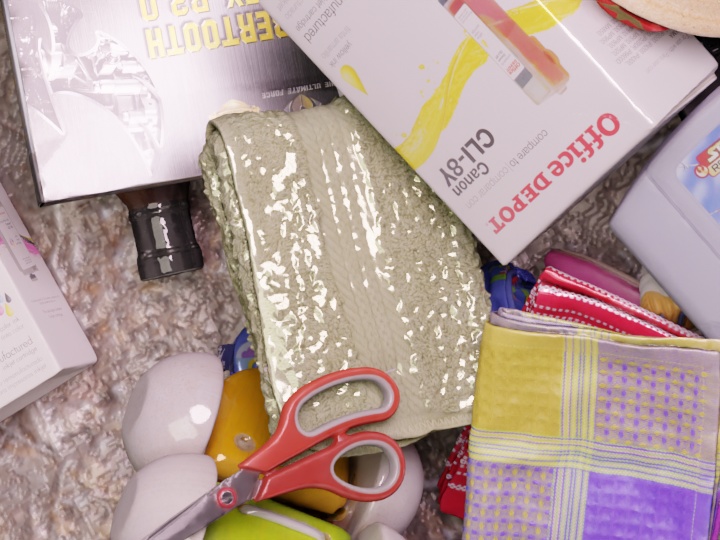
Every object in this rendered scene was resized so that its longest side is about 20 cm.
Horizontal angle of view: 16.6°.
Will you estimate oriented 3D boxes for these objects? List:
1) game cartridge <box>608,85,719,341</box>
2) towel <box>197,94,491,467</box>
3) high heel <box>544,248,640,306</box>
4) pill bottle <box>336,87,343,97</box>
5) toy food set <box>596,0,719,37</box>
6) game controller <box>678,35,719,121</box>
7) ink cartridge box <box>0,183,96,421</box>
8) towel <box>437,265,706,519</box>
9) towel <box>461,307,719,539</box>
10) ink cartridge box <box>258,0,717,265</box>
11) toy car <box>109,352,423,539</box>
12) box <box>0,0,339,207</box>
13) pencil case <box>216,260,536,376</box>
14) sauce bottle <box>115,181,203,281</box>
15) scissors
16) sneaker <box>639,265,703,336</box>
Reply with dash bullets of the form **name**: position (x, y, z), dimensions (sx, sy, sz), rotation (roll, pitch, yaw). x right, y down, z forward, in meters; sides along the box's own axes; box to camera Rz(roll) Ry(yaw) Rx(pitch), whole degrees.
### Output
- **game cartridge**: position (0.232, -0.047, 1.285), dimensions (0.133, 0.042, 0.200), rotation (46, 118, -7)
- **towel**: position (0.000, 0.000, 1.360), dimensions (0.148, 0.036, 0.200), rotation (-13, 86, -19)
- **high heel**: position (0.174, 0.071, 1.436), dimensions (0.200, 0.067, 0.096), rotation (34, 91, 9)
- **pill bottle**: position (0.088, -0.141, 1.427), dimensions (0.200, 0.114, 0.114), rotation (-15, 89, 17)
- **toy food set**: position (0.158, -0.207, 1.278), dimensions (0.198, 0.200, 0.049), rotation (54, 146, 5)
- **game controller**: position (0.252, -0.136, 1.345), dimensions (0.200, 0.042, 0.104), rotation (-23, 73, -12)
- **ink cartridge box**: position (-0.270, 0.002, 1.567), dimensions (0.116, 0.067, 0.200), rotation (-32, 84, 16)
- **towel**: position (0.135, 0.098, 1.416), dimensions (0.145, 0.022, 0.200), rotation (25, 132, 3)
- **towel**: position (0.126, 0.121, 1.344), dimensions (0.143, 0.023, 0.200), rotation (10, 107, 9)
- **ink cartridge box**: position (0.067, -0.125, 1.306), dimensions (0.200, 0.083, 0.145), rotation (47, 134, 1)
- **toy car**: position (-0.064, 0.155, 1.396), dimensions (0.175, 0.200, 0.150), rotation (22, 125, -17)
- **box**: position (-0.109, -0.132, 1.474), dimensions (0.200, 0.048, 0.159), rotation (-10, 89, -12)
- **pencil case**: position (0.018, 0.049, 1.479), dimensions (0.200, 0.078, 0.087), rotation (-13, 82, 17)
- **sauce bottle**: position (-0.138, -0.094, 1.525), dimensions (0.066, 0.066, 0.200), rotation (-11, 92, 17)
- **scissors**: position (-0.064, 0.107, 1.297), dimensions (0.200, 0.014, 0.073), rotation (-17, 92, -22)
- **sneaker**: position (0.256, 0.000, 1.395), dimensions (0.200, 0.075, 0.088), rotation (7, 59, -10)
